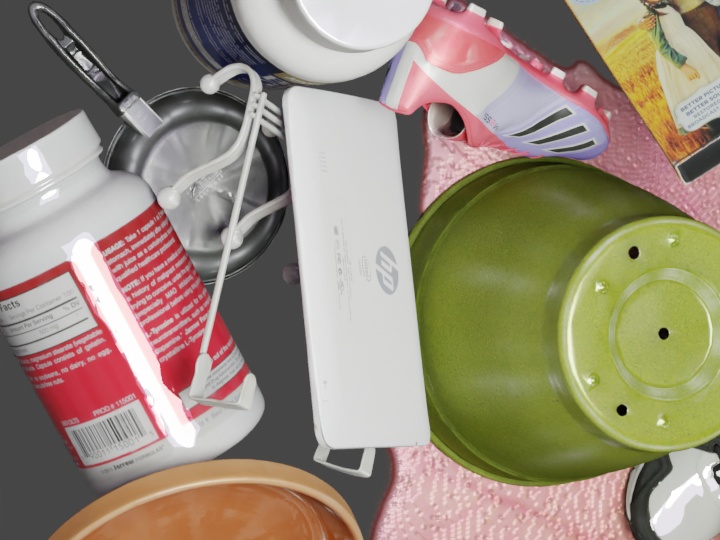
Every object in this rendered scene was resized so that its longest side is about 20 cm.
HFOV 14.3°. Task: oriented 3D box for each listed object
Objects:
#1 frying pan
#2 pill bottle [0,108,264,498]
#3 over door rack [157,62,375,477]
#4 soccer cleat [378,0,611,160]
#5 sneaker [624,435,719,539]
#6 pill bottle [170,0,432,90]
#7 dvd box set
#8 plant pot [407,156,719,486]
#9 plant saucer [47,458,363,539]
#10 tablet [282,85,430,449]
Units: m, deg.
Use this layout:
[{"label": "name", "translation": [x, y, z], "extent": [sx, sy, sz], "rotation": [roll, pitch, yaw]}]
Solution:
[{"label": "frying pan", "translation": [-0.106, -0.084, 1.661], "extent": [0.115, 0.031, 0.191], "rotation": [-23, 101, -18]}, {"label": "pill bottle", "translation": [-0.145, 0.018, 1.604], "extent": [0.112, 0.112, 0.201], "rotation": [-30, 100, -15]}, {"label": "over door rack", "translation": [-0.051, 0.003, 1.609], "extent": [0.148, 0.066, 0.201], "rotation": [31, 55, -54]}, {"label": "soccer cleat", "translation": [0.078, -0.096, 1.669], "extent": [0.200, 0.067, 0.077], "rotation": [31, 89, -54]}, {"label": "sneaker", "translation": [0.244, 0.100, 1.755], "extent": [0.200, 0.080, 0.074], "rotation": [-42, 105, -12]}, {"label": "pill bottle", "translation": [-0.029, -0.158, 1.592], "extent": [0.111, 0.200, 0.112], "rotation": [0, 91, -18]}, {"label": "dvd box set", "translation": [0.198, -0.166, 1.673], "extent": [0.146, 0.029, 0.200], "rotation": [-32, 59, 5]}, {"label": "plant pot", "translation": [0.139, 0.034, 1.657], "extent": [0.200, 0.193, 0.201], "rotation": [-1, 92, -19]}, {"label": "plant saucer", "translation": [-0.096, 0.174, 1.611], "extent": [0.200, 0.032, 0.201], "rotation": [-12, 136, -12]}, {"label": "tablet", "translation": [0.000, 0.000, 1.621], "extent": [0.130, 0.014, 0.201], "rotation": [5, 78, -62]}]
